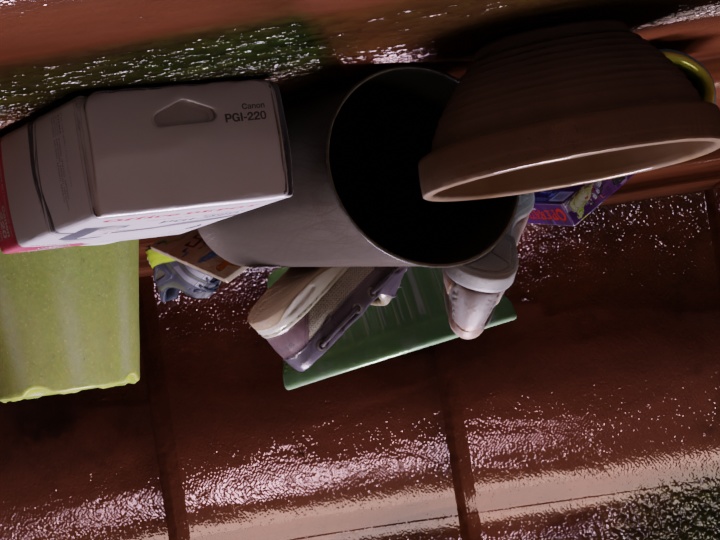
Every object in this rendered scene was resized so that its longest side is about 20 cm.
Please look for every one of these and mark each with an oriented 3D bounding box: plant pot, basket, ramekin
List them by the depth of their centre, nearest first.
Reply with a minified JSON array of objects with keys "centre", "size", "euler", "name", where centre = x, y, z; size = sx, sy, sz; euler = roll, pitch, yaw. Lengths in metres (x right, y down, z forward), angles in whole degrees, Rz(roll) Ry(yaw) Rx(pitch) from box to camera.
[{"centre":[0.130,-0.107,1.404],"size":[0.201,0.093,0.201],"euler":[-11,176,-1],"name":"plant pot"},{"centre":[-0.021,-0.064,1.529],"size":[0.180,0.136,0.200],"euler":[9,170,-41],"name":"basket"},{"centre":[0.020,0.023,1.770],"size":[0.200,0.098,0.200],"euler":[-17,177,-1],"name":"ramekin"},{"centre":[-0.277,0.021,1.964],"size":[0.200,0.185,0.200],"euler":[-9,177,0],"name":"plant pot"}]

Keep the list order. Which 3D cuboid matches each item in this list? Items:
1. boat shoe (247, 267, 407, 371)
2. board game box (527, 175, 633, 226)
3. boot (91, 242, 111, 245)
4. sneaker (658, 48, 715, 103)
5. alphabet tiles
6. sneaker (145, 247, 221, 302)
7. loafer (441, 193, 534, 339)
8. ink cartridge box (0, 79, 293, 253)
[{"centre":[0.000,0.000,1.629],"size":[0.200,0.065,0.072],"euler":[-42,-159,-30],"name":"boat shoe"},{"centre":[0.161,-0.085,1.882],"size":[0.120,0.032,0.200],"euler":[-43,-157,-21],"name":"board game box"},{"centre":[-0.236,-0.055,1.706],"size":[0.200,0.073,0.144],"euler":[-1,180,13],"name":"boot"},{"centre":[0.166,-0.117,1.573],"size":[0.200,0.080,0.131],"euler":[-18,-179,-10],"name":"sneaker"},{"centre":[-0.073,-0.052,1.715],"size":[0.166,0.006,0.200],"euler":[-37,-152,-19],"name":"alphabet tiles"},{"centre":[-0.200,-0.005,2.892],"size":[0.200,0.081,0.074],"euler":[-10,177,38],"name":"sneaker"},{"centre":[0.086,-0.021,1.601],"size":[0.072,0.063,0.200],"euler":[14,-152,1],"name":"loafer"},{"centre":[-0.153,-0.068,1.458],"size":[0.145,0.085,0.200],"euler":[-8,176,-27],"name":"ink cartridge box"}]
